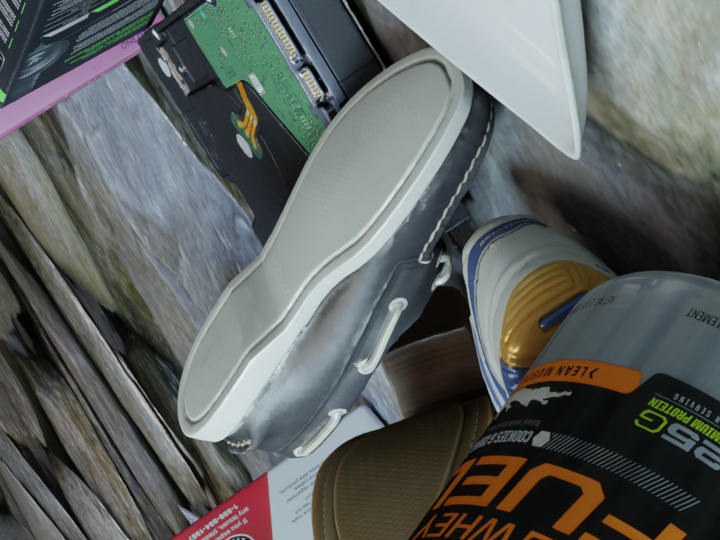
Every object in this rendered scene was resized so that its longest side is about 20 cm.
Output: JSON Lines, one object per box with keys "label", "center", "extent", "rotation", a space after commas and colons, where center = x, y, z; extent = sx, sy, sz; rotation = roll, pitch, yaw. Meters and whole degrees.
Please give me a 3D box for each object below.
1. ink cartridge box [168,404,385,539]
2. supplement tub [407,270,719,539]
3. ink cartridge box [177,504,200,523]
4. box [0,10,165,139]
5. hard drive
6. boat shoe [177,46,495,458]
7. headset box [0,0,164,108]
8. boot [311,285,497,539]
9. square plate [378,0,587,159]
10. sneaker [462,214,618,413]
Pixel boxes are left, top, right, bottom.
{"label": "ink cartridge box", "center": [0.008, 0.198, 1.136], "extent": [0.200, 0.144, 0.084], "rotation": [48, 164, 27]}
{"label": "supplement tub", "center": [0.071, 0.108, 0.639], "extent": [0.122, 0.200, 0.123], "rotation": [28, 152, 17]}
{"label": "ink cartridge box", "center": [-0.048, 0.267, 1.613], "extent": [0.200, 0.043, 0.198], "rotation": [59, 164, -17]}
{"label": "box", "center": [-0.227, -0.161, 1.063], "extent": [0.200, 0.176, 0.097], "rotation": [61, 164, -14]}
{"label": "hard drive", "center": [-0.031, -0.067, 0.928], "extent": [0.140, 0.038, 0.200], "rotation": [58, 165, -6]}
{"label": "boat shoe", "center": [0.000, 0.000, 0.814], "extent": [0.060, 0.200, 0.074], "rotation": [20, -149, -27]}
{"label": "headset box", "center": [-0.157, -0.190, 0.916], "extent": [0.174, 0.093, 0.200], "rotation": [55, 156, 4]}
{"label": "boot", "center": [0.045, 0.118, 0.873], "extent": [0.200, 0.077, 0.155], "rotation": [-85, -27, -62]}
{"label": "square plate", "center": [0.008, -0.157, 0.661], "extent": [0.198, 0.028, 0.200], "rotation": [44, 160, 34]}
{"label": "sneaker", "center": [0.094, 0.063, 0.793], "extent": [0.088, 0.075, 0.200], "rotation": [-121, 10, -58]}
